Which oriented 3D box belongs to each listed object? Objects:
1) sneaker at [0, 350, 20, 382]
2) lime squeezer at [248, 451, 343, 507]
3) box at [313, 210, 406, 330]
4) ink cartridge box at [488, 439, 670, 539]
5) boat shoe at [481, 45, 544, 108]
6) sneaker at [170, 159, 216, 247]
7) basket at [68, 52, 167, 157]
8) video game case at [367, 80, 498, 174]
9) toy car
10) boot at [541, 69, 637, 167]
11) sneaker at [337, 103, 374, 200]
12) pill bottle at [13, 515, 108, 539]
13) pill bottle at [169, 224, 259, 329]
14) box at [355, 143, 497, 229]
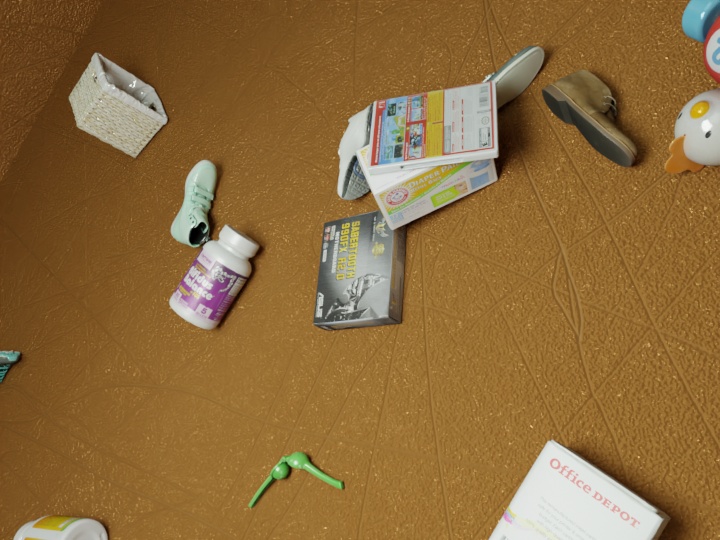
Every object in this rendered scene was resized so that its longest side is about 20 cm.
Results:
[{"bbox_3d":[-1.034,0.282,1.655,0.199,0.077,0.092,-18,76,33],"label":"sneaker"},{"bbox_3d":[-0.117,0.346,0.980,0.199,0.038,0.071,-22,90,26],"label":"lime squeezer"},{"bbox_3d":[0.000,0.000,1.028,0.157,0.048,0.202,-9,66,33],"label":"box"},{"bbox_3d":[0.244,0.327,0.685,0.144,0.084,0.201,32,92,40],"label":"ink cartridge box"},{"bbox_3d":[0.220,-0.310,0.988,0.200,0.073,0.062,-44,55,19],"label":"boat shoe"},{"bbox_3d":[-0.362,-0.149,1.338,0.118,0.073,0.202,27,97,47],"label":"sneaker"},{"bbox_3d":[-0.683,-0.460,1.628,0.161,0.199,0.199,-45,51,14],"label":"basket"},{"bbox_3d":[0.112,-0.222,0.900,0.198,0.017,0.144,-4,60,18],"label":"video game case"},{"bbox_3d":[0.454,-0.207,0.722,0.201,0.176,0.185,-53,38,21],"label":"toy car"},{"bbox_3d":[0.355,-0.234,0.862,0.075,0.074,0.201,-33,52,8],"label":"boot"},{"bbox_3d":[-0.006,-0.223,1.127,0.087,0.074,0.202,-5,60,47],"label":"sneaker"},{"bbox_3d":[-0.625,0.566,1.197,0.199,0.111,0.112,-11,64,32],"label":"pill bottle"},{"bbox_3d":[-0.295,0.011,1.197,0.112,0.112,0.201,34,92,40],"label":"pill bottle"},{"bbox_3d":[0.108,-0.172,0.952,0.199,0.113,0.102,-25,56,7],"label":"box"}]
